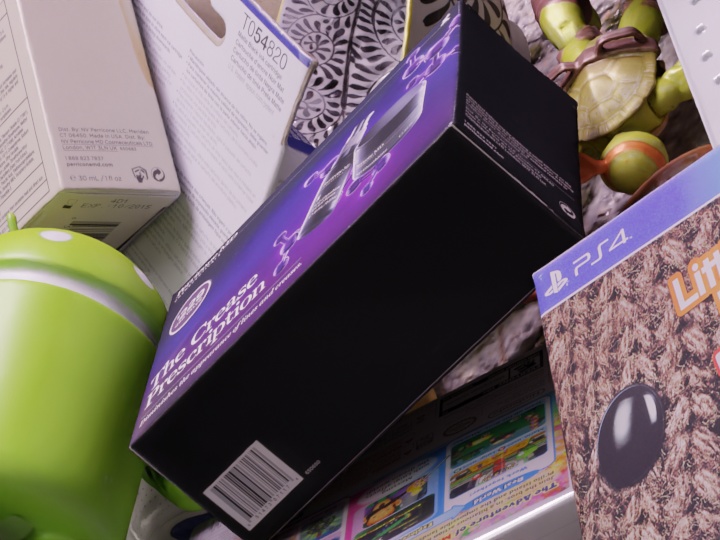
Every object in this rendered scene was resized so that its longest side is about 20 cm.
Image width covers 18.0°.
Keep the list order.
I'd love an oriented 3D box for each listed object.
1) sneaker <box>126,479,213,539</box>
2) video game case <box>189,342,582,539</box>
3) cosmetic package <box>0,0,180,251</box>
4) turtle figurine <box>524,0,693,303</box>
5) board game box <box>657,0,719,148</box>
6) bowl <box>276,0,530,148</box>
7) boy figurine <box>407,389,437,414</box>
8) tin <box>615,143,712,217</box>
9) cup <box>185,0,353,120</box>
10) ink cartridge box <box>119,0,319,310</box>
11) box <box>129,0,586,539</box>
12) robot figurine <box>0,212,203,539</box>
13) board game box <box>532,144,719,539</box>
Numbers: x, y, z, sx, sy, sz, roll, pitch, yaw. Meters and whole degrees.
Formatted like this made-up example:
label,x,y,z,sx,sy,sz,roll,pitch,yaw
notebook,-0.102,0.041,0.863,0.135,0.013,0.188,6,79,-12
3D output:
label,x,y,z,sx,sy,sz,roll,pitch,yaw
sneaker,-0.058,0.123,1.100,0.115,0.080,0.200,-43,46,15
video game case,0.007,0.106,0.932,0.199,0.024,0.182,-28,14,11
cosmetic package,-0.165,-0.106,1.156,0.105,0.071,0.201,-37,61,47
turtle figurine,0.111,-0.080,1.036,0.200,0.064,0.162,-42,32,30
board game box,0.216,-0.128,0.899,0.199,0.026,0.201,-34,32,18
bowl,0.025,-0.090,1.128,0.201,0.094,0.202,-171,90,-70
boy figurine,-0.021,0.045,1.136,0.125,0.064,0.200,-55,24,1
tin,0.160,0.008,0.894,0.200,0.042,0.112,8,65,60
cup,-0.063,-0.119,1.286,0.200,0.143,0.201,-41,32,33
ink cartridge box,-0.090,-0.066,1.150,0.200,0.040,0.201,49,126,41
box,0.000,0.000,0.964,0.200,0.079,0.141,-45,14,21
robot figurine,-0.151,0.067,1.022,0.116,0.175,0.201,-38,30,45
board game box,0.157,0.060,0.734,0.159,0.096,0.201,-37,48,36
